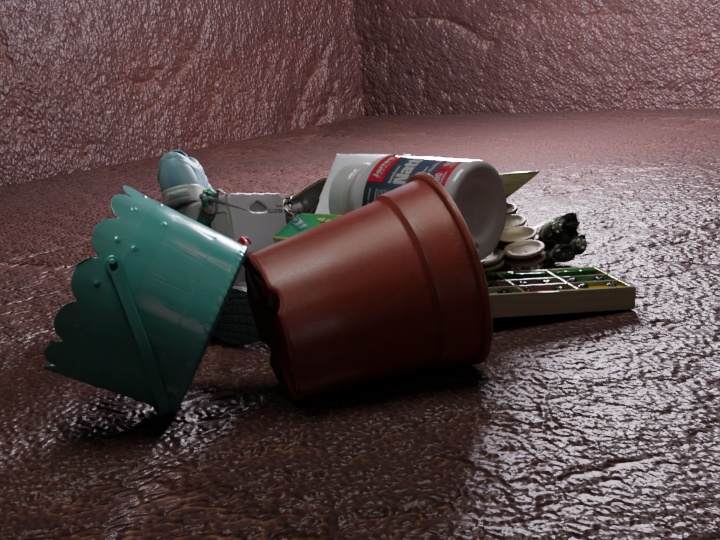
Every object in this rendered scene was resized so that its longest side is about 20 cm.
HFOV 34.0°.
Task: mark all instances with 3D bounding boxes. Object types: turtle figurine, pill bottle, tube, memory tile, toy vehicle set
[{"bbox_3d":[-0.221,-0.018,1.475,0.199,0.101,0.150,-4,44,37],"label":"turtle figurine"},{"bbox_3d":[0.062,-0.078,1.404,0.199,0.121,0.119,8,19,40],"label":"pill bottle"},{"bbox_3d":[0.160,-0.099,1.563,0.058,0.052,0.200,-50,6,-22],"label":"tube"},{"bbox_3d":[0.139,-0.037,1.452,0.152,0.017,0.200,-11,21,-1],"label":"memory tile"},{"bbox_3d":[0.204,0.025,1.373,0.198,0.027,0.124,-3,11,-11],"label":"toy vehicle set"}]

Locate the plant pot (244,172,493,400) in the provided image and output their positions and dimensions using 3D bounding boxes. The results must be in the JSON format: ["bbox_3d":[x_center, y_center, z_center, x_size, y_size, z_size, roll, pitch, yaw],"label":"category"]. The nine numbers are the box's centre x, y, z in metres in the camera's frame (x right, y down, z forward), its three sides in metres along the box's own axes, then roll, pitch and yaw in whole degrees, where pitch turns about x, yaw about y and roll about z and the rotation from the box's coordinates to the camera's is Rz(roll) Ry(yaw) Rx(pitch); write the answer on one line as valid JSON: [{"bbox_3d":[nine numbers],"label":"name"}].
[{"bbox_3d":[-0.001,0.026,1.161,0.194,0.202,0.201,-17,15,-15],"label":"plant pot"}]

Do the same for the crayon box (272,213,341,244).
[{"bbox_3d":[0.000,0.000,1.389,0.199,0.119,0.058,5,37,42],"label":"crayon box"}]

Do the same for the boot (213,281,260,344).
[{"bbox_3d":[-0.141,0.038,1.429,0.199,0.070,0.131,5,14,41],"label":"boot"}]

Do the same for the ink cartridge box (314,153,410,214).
[{"bbox_3d":[0.004,-0.092,1.593,0.108,0.051,0.200,1,34,11],"label":"ink cartridge box"}]

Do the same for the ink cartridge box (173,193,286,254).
[{"bbox_3d":[-0.216,-0.045,1.617,0.199,0.084,0.144,-14,-3,28],"label":"ink cartridge box"}]

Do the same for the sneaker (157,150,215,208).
[{"bbox_3d":[-0.239,-0.125,1.632,0.073,0.083,0.200,-11,-2,-5],"label":"sneaker"}]

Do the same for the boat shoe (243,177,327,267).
[{"bbox_3d":[-0.113,-0.066,1.692,0.200,0.065,0.073,-41,40,6],"label":"boat shoe"}]

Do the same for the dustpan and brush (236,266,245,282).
[{"bbox_3d":[-0.171,0.021,1.590,0.198,0.058,0.140,-11,-1,8],"label":"dustpan and brush"}]

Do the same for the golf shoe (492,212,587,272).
[{"bbox_3d":[0.209,-0.021,1.562,0.199,0.078,0.088,-11,-7,-35],"label":"golf shoe"}]

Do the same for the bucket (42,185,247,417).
[{"bbox_3d":[-0.203,0.033,1.138,0.134,0.208,0.207,23,12,-4],"label":"bucket"}]
